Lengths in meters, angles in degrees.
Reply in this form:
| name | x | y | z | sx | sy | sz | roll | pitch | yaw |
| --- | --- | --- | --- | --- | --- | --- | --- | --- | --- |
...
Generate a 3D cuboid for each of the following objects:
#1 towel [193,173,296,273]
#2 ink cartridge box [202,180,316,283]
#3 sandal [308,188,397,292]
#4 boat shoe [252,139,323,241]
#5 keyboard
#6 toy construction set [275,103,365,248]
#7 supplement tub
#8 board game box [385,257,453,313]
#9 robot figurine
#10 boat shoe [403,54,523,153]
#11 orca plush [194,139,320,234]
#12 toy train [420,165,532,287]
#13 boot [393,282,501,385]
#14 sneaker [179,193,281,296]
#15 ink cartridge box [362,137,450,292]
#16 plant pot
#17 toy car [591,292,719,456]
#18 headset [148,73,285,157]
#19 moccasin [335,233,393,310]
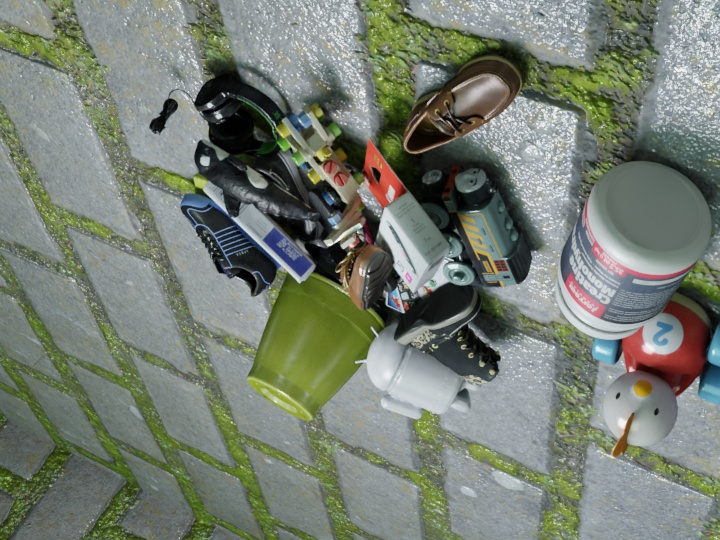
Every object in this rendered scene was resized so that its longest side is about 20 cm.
| name | x | y | z | sx | sy | sz | roll | pitch | yaw |
| --- | --- | --- | --- | --- | --- | --- | --- | --- | --- |
| towel | -0.193 | -0.077 | 1.843 | 0.199 | 0.023 | 0.144 | 31 | 152 | 3 |
| ink cartridge box | -0.149 | -0.062 | 1.703 | 0.199 | 0.041 | 0.200 | 44 | 177 | -2 |
| sandal | -0.006 | -0.051 | 1.660 | 0.200 | 0.045 | 0.075 | 48 | 169 | -20 |
| boat shoe | -0.112 | -0.103 | 1.673 | 0.069 | 0.067 | 0.201 | 17 | 147 | 27 |
| keyboard | -0.005 | 0.015 | 1.782 | 0.104 | 0.040 | 0.200 | 26 | 164 | 40 |
| toy construction set | -0.042 | -0.131 | 1.499 | 0.202 | 0.091 | 0.131 | 67 | 172 | -15 |
| supplement tub | 0.309 | -0.019 | 1.299 | 0.139 | 0.141 | 0.201 | 27 | 151 | 9 |
| board game box | 0.102 | 0.014 | 1.671 | 0.125 | 0.035 | 0.201 | 24 | 150 | 14 |
| robot figurine | 0.095 | 0.156 | 1.798 | 0.198 | 0.171 | 0.113 | 22 | -169 | -5 |
| boat shoe | 0.116 | -0.186 | 1.311 | 0.072 | 0.068 | 0.199 | 41 | 151 | -15 |
| orca plush | -0.156 | -0.101 | 1.560 | 0.199 | 0.072 | 0.105 | 33 | 178 | -13 |
| toy train | 0.151 | -0.056 | 1.474 | 0.113 | 0.086 | 0.201 | -3 | 135 | 29 |
| boot | 0.157 | 0.096 | 1.646 | 0.153 | 0.074 | 0.203 | 33 | 151 | -16 |
| sneaker | -0.221 | -0.041 | 1.822 | 0.199 | 0.078 | 0.070 | 37 | 152 | -8 |
| ink cartridge box | 0.043 | -0.068 | 1.475 | 0.174 | 0.043 | 0.200 | 53 | 172 | 7 |
| plant pot | -0.086 | 0.134 | 1.845 | 0.199 | 0.194 | 0.201 | 28 | 162 | 10 |
| toy car | 0.368 | 0.146 | 1.431 | 0.183 | 0.201 | 0.178 | 20 | 149 | 21 |
| headset | -0.198 | -0.209 | 1.567 | 0.198 | 0.094 | 0.124 | 16 | 147 | 25 |
| moccasin | 0.001 | -0.001 | 1.578 | 0.078 | 0.074 | 0.201 | 43 | 174 | 6 |
